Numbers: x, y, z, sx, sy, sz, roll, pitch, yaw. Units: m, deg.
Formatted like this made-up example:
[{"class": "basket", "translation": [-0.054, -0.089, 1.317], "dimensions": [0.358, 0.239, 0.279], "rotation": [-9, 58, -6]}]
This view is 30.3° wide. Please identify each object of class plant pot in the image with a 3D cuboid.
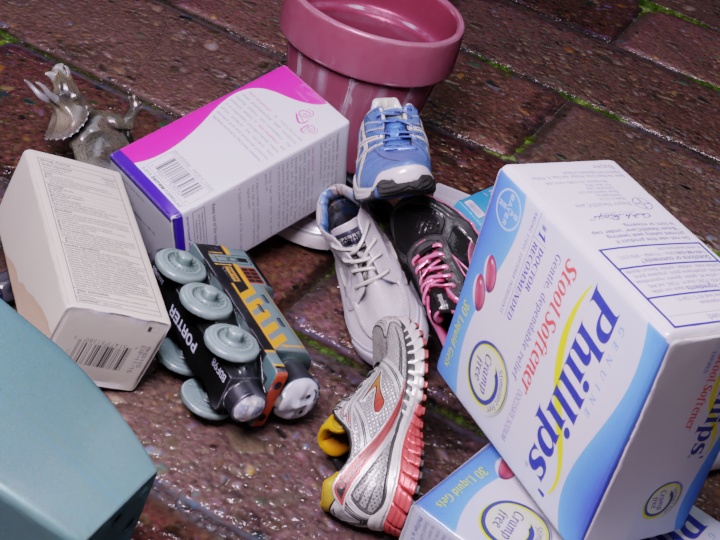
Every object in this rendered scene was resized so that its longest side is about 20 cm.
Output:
[{"class": "plant pot", "translation": [-0.246, 0.127, 0.873], "dimensions": [0.199, 0.142, 0.141], "rotation": [33, 35, 11]}, {"class": "plant pot", "translation": [-0.002, -0.214, 1.462], "dimensions": [0.198, 0.180, 0.201], "rotation": [12, 32, -7]}]

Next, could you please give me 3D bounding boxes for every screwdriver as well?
[{"class": "screwdriver", "translation": [-0.328, 0.032, 1.079], "dimensions": [0.029, 0.028, 0.200], "rotation": [0, 19, 37]}]

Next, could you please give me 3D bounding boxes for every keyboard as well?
[{"class": "keyboard", "translation": [-0.003, -0.082, 1.352], "dimensions": [0.127, 0.021, 0.200], "rotation": [33, 6, -45]}]

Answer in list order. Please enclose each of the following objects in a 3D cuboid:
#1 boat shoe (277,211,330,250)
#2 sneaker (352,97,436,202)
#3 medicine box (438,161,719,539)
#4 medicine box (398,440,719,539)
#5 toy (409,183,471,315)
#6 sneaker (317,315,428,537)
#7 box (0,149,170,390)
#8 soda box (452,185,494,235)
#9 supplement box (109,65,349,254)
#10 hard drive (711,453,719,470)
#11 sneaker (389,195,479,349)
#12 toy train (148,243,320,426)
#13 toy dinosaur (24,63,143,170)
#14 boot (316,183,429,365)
[{"class": "boat shoe", "translation": [-0.079, -0.096, 1.348], "dimensions": [0.072, 0.069, 0.200], "rotation": [-10, 41, -35]}, {"class": "sneaker", "translation": [0.025, -0.109, 1.207], "dimensions": [0.075, 0.078, 0.200], "rotation": [-6, 15, -5]}, {"class": "medicine box", "translation": [0.161, 0.053, 0.920], "dimensions": [0.102, 0.183, 0.200], "rotation": [-4, 37, -29]}, {"class": "medicine box", "translation": [0.150, 0.218, 0.946], "dimensions": [0.199, 0.104, 0.182], "rotation": [32, 35, 25]}, {"class": "toy", "translation": [0.107, 0.004, 1.305], "dimensions": [0.114, 0.047, 0.201], "rotation": [21, 37, -3]}, {"class": "sneaker", "translation": [0.010, 0.111, 1.049], "dimensions": [0.081, 0.078, 0.201], "rotation": [8, 44, -1]}, {"class": "box", "translation": [-0.232, -0.003, 1.097], "dimensions": [0.094, 0.078, 0.201], "rotation": [13, 34, -33]}, {"class": "soda box", "translation": [0.155, 0.021, 1.223], "dimensions": [0.064, 0.068, 0.200], "rotation": [-23, 67, -45]}, {"class": "supplement box", "translation": [-0.117, -0.089, 1.230], "dimensions": [0.199, 0.104, 0.101], "rotation": [-32, 58, -25]}, {"class": "hard drive", "translation": [0.260, 0.113, 1.133], "dimensions": [0.199, 0.133, 0.027], "rotation": [-5, 14, -31]}, {"class": "sneaker", "translation": [0.079, 0.018, 1.161], "dimensions": [0.201, 0.079, 0.095], "rotation": [62, 19, 15]}, {"class": "toy train", "translation": [-0.110, 0.050, 1.108], "dimensions": [0.113, 0.086, 0.200], "rotation": [3, 33, -38]}, {"class": "toy dinosaur", "translation": [-0.242, -0.110, 1.307], "dimensions": [0.102, 0.077, 0.201], "rotation": [-29, 80, -40]}, {"class": "boot", "translation": [0.000, 0.000, 1.198], "dimensions": [0.073, 0.096, 0.200], "rotation": [-28, 34, 1]}]
